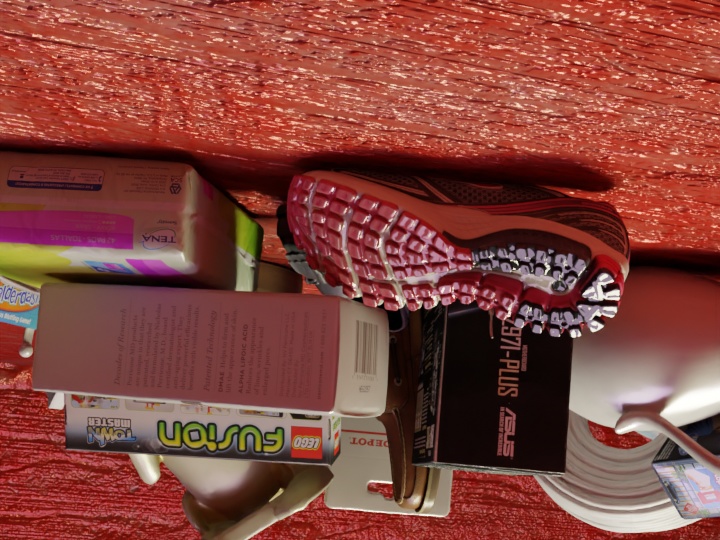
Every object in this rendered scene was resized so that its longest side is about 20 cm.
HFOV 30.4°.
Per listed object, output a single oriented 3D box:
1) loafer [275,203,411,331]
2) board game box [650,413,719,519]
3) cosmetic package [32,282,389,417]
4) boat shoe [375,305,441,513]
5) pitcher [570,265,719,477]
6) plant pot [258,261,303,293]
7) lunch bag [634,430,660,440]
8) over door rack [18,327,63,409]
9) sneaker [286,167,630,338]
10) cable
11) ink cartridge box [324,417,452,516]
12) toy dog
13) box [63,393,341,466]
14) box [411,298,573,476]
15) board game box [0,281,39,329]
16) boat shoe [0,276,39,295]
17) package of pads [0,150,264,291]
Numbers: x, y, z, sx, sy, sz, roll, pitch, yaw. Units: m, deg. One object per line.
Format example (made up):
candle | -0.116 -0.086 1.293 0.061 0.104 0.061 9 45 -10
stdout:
loafer | 0.000 0.000 0.923 0.072 0.063 0.200 1 170 22
board game box | 0.346 0.097 0.956 0.200 0.200 0.062 -4 126 50
cosmetic package | -0.091 0.050 0.825 0.199 0.074 0.102 1 173 19
boat shoe | 0.025 0.093 1.056 0.068 0.201 0.072 4 159 -14
pitcher | 0.228 0.074 0.947 0.199 0.172 0.121 -2 136 33
plant pot | -0.154 0.042 1.190 0.200 0.093 0.201 6 170 1
lunch bag | 0.351 0.105 1.214 0.169 0.128 0.200 -4 159 36
over door rack | -0.245 0.080 1.270 0.147 0.067 0.200 9 -151 -29
sneaker | 0.054 -0.019 0.761 0.199 0.075 0.081 15 132 8
cable | 0.228 0.116 1.106 0.199 0.201 0.069 7 160 24
ink cartridge box | 0.023 0.105 1.139 0.115 0.201 0.067 7 172 -13
toy dog | -0.114 0.106 1.065 0.139 0.200 0.194 -34 -179 28
box | -0.114 0.078 0.948 0.199 0.110 0.035 2 -171 11
box | 0.090 0.058 0.922 0.086 0.164 0.200 6 171 -1
board game box | -0.346 0.003 1.099 0.152 0.045 0.200 16 176 24
boat shoe | -0.195 0.000 1.000 0.199 0.075 0.068 3 177 16
package of pads | -0.159 -0.022 0.859 0.154 0.068 0.200 3 170 9
